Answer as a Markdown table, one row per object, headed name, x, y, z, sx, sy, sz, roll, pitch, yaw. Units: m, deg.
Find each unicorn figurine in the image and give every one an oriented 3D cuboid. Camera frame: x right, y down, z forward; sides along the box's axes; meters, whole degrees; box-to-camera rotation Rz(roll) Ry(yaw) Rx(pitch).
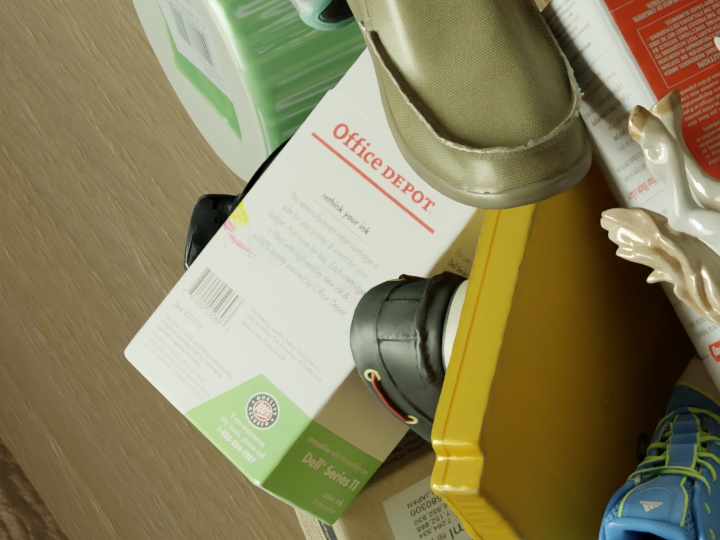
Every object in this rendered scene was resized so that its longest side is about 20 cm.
| name | x | y | z | sx | sy | sz | roll | pitch | yaw |
| --- | --- | --- | --- | --- | --- | --- | --- | --- | --- |
| unicorn figurine | 0.174 | -0.035 | 1.072 | 0.137 | 0.074 | 0.200 | 51 | 151 | 9 |

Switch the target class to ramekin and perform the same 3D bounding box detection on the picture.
| name | x | y | z | sx | sy | sz | roll | pitch | yaw |
| --- | --- | --- | --- | --- | --- | --- | --- | --- | --- |
| ramekin | -0.053 | -0.142 | 1.618 | 0.200 | 0.098 | 0.200 | 56 | 165 | 24 |

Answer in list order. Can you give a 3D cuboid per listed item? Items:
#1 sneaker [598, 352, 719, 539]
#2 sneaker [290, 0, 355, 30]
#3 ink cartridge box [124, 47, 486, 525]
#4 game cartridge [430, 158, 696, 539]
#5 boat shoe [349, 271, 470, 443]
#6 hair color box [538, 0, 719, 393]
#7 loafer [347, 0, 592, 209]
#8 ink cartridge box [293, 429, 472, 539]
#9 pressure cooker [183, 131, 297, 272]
| name | x | y | z | sx | sy | sz | roll | pitch | yaw |
| --- | --- | --- | --- | --- | --- | --- | --- | --- | --- |
| sneaker | 0.146 | 0.097 | 1.236 | 0.105 | 0.076 | 0.200 | 67 | -148 | -58 |
| sneaker | -0.061 | -0.221 | 1.506 | 0.140 | 0.078 | 0.200 | 8 | 116 | 53 |
| ink cartridge box | 0.000 | 0.000 | 1.341 | 0.117 | 0.200 | 0.067 | 41 | -176 | 40 |
| game cartridge | 0.093 | 0.055 | 1.270 | 0.032 | 0.176 | 0.200 | -1 | 149 | 30 |
| boat shoe | 0.063 | 0.053 | 1.305 | 0.063 | 0.074 | 0.201 | 1 | 160 | 30 |
| hair color box | 0.148 | -0.035 | 1.196 | 0.200 | 0.061 | 0.102 | 63 | 166 | 3 |
| loafer | 0.033 | -0.103 | 1.214 | 0.067 | 0.076 | 0.200 | 75 | 168 | -48 |
| ink cartridge box | 0.078 | 0.117 | 1.431 | 0.075 | 0.200 | 0.165 | 37 | 153 | 57 |
| pressure cooker | 0.014 | 0.009 | 1.511 | 0.179 | 0.176 | 0.200 | 57 | 168 | 8 |
